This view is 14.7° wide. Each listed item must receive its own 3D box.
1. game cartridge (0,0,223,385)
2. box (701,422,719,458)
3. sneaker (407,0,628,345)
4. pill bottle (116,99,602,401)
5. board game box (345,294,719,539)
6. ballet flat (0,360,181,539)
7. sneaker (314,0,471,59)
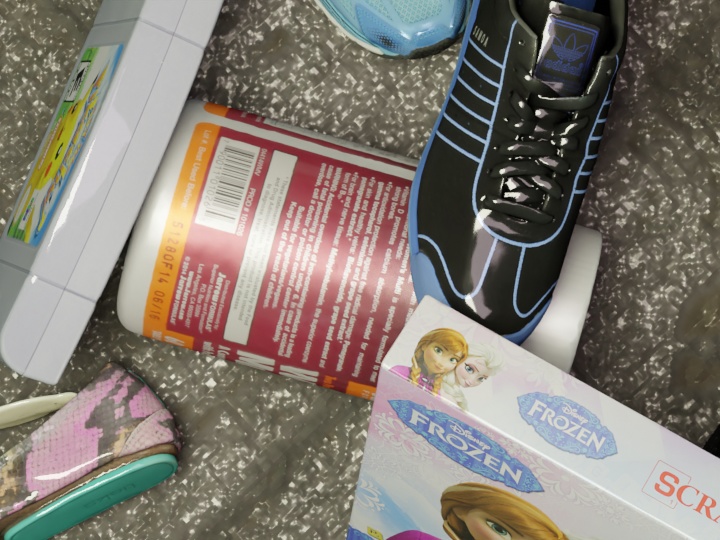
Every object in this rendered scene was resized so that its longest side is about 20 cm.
[{"bbox_3d":[-0.117,-0.050,1.232,0.040,0.133,0.200,24,87,-18],"label":"game cartridge"},{"bbox_3d":[0.246,0.059,1.223,0.124,0.149,0.200,35,88,2],"label":"box"},{"bbox_3d":[0.069,-0.064,1.173,0.070,0.078,0.200,13,73,-13],"label":"sneaker"},{"bbox_3d":[0.000,0.000,1.243,0.200,0.110,0.110,16,87,0],"label":"pill bottle"},{"bbox_3d":[0.093,0.117,1.181,0.200,0.200,0.041,29,63,11],"label":"board game box"},{"bbox_3d":[-0.177,0.108,1.264,0.200,0.069,0.071,-32,70,-6],"label":"ballet flat"},{"bbox_3d":[-0.006,-0.190,1.261,0.078,0.090,0.200,-21,87,-2],"label":"sneaker"}]
